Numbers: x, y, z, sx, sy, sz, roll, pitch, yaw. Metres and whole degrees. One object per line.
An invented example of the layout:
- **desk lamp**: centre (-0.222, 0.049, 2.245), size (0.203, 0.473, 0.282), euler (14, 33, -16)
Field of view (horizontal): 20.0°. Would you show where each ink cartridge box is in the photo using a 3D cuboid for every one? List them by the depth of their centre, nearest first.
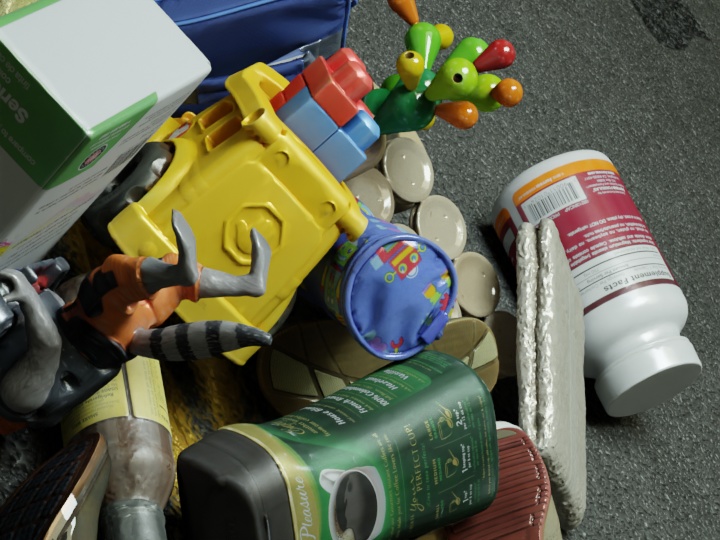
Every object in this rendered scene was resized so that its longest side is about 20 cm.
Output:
- **ink cartridge box**: centre (-0.196, -0.060, 1.137), size (0.084, 0.200, 0.145), euler (46, 30, 1)

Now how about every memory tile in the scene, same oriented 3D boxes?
- **memory tile**: centre (0.039, 0.013, 1.469), size (0.153, 0.017, 0.201), euler (-38, 102, -41)

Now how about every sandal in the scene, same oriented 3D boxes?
- **sandal**: centre (0.008, 0.068, 1.392), size (0.199, 0.054, 0.081), euler (-5, 94, -38)

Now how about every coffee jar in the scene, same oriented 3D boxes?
- **coffee jar**: centre (-0.015, 0.124, 1.212), size (0.199, 0.085, 0.105), euler (-19, 114, -35)

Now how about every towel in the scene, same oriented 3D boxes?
- **towel**: centre (0.139, 0.074, 1.498), size (0.133, 0.034, 0.201), euler (60, 27, -55)

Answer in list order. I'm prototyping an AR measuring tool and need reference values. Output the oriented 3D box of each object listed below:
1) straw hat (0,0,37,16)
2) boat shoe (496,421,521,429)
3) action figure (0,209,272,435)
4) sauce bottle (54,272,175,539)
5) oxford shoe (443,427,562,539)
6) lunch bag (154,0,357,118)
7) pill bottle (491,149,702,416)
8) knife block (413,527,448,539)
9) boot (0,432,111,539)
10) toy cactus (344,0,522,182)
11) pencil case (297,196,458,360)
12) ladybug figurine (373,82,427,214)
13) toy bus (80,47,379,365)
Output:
- **straw hat**: centre (-0.224, -0.143, 1.301), size (0.201, 0.085, 0.202), euler (32, 35, -26)
- **boat shoe**: centre (0.027, 0.129, 1.348), size (0.199, 0.068, 0.072), euler (-13, 101, -44)
- **action figure**: centre (-0.155, 0.038, 1.093), size (0.105, 0.193, 0.200), euler (62, 16, -1)
- **sauce bottle**: centre (-0.141, 0.095, 1.171), size (0.065, 0.065, 0.201), euler (23, 41, -38)
- **oxford shoe**: centre (0.097, 0.185, 1.277), size (0.201, 0.070, 0.075), euler (-92, 159, -49)
- **lunch bag**: centre (-0.098, -0.171, 1.389), size (0.199, 0.136, 0.133), euler (-16, 62, -14)
- **pill bottle**: centre (0.194, 0.012, 1.652), size (0.113, 0.113, 0.201), euler (6, 53, -50)
- **knife block**: centre (0.021, 0.202, 1.264), size (0.175, 0.064, 0.201), euler (34, 34, -27)
- **boot**: centre (-0.156, 0.180, 1.066), size (0.097, 0.075, 0.200), euler (50, 37, -23)
- **toy cactus**: centre (0.020, -0.118, 1.414), size (0.102, 0.165, 0.200), euler (56, -11, -20)
- **pencil case**: centre (0.000, 0.000, 1.314), size (0.087, 0.078, 0.200), euler (37, -1, -20)
- **ladybug figurine**: centre (-0.031, -0.104, 1.524), size (0.200, 0.072, 0.136), euler (37, 34, -20)
- **toy bus**: centre (-0.069, -0.065, 1.278), size (0.136, 0.192, 0.200), euler (45, 6, -22)
